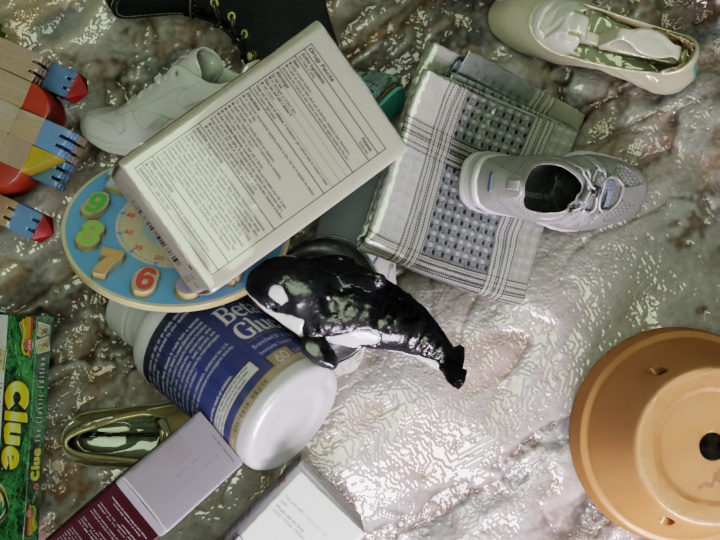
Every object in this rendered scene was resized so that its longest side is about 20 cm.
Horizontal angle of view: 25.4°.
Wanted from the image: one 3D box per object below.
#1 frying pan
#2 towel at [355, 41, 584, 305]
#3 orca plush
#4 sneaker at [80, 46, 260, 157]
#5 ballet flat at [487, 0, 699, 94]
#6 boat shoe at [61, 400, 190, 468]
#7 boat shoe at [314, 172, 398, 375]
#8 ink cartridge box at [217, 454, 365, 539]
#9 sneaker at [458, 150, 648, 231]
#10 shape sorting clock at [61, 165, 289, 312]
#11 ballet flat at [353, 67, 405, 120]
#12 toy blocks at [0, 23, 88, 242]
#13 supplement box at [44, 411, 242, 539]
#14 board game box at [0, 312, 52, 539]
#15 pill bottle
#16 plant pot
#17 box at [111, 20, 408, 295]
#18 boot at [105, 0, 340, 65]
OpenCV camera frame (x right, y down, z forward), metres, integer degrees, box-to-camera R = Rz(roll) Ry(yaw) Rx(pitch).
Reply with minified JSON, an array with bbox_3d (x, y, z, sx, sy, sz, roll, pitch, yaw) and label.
[{"bbox_3d":[-0.054,-0.004,1.419,0.115,0.031,0.190,-38,73,17],"label":"frying pan"},{"bbox_3d":[0.105,-0.084,1.427,0.192,0.035,0.200,20,87,-31],"label":"towel"},{"bbox_3d":[0.006,0.035,1.327,0.200,0.071,0.105,35,57,0],"label":"orca plush"},{"bbox_3d":[-0.159,-0.148,1.410,0.200,0.075,0.100,1,108,25],"label":"sneaker"},{"bbox_3d":[0.216,-0.216,1.462,0.200,0.069,0.070,16,88,-2],"label":"ballet flat"},{"bbox_3d":[-0.167,0.148,1.430,0.199,0.076,0.072,-10,89,-3],"label":"boat shoe"},{"bbox_3d":[0.000,0.000,1.449,0.071,0.070,0.200,15,90,39],"label":"boat shoe"},{"bbox_3d":[-0.092,0.264,1.395,0.084,0.146,0.200,44,87,0],"label":"ink cartridge box"},{"bbox_3d":[0.186,-0.065,1.420,0.200,0.082,0.075,-3,102,-33],"label":"sneaker"},{"bbox_3d":[-0.161,-0.039,1.399,0.199,0.200,0.039,3,130,-2],"label":"shape sorting clock"},{"bbox_3d":[-0.038,-0.110,1.423,0.074,0.074,0.200,42,57,-1],"label":"ballet flat"},{"bbox_3d":[-0.307,-0.118,1.406,0.136,0.100,0.200,23,87,10],"label":"toy blocks"},{"bbox_3d":[-0.197,0.207,1.358,0.061,0.200,0.109,50,42,1],"label":"supplement box"},{"bbox_3d":[-0.322,0.138,1.423,0.105,0.023,0.201,2,88,33],"label":"board game box"},{"bbox_3d":[-0.126,0.074,1.390,0.200,0.111,0.111,36,87,26],"label":"pill bottle"},{"bbox_3d":[0.296,0.150,1.419,0.200,0.140,0.201,0,88,-3],"label":"plant pot"},{"bbox_3d":[-0.084,-0.087,1.294,0.200,0.109,0.128,-36,95,-11],"label":"box"},{"bbox_3d":[-0.117,-0.219,1.423,0.203,0.074,0.154,-14,70,-7],"label":"boot"}]
